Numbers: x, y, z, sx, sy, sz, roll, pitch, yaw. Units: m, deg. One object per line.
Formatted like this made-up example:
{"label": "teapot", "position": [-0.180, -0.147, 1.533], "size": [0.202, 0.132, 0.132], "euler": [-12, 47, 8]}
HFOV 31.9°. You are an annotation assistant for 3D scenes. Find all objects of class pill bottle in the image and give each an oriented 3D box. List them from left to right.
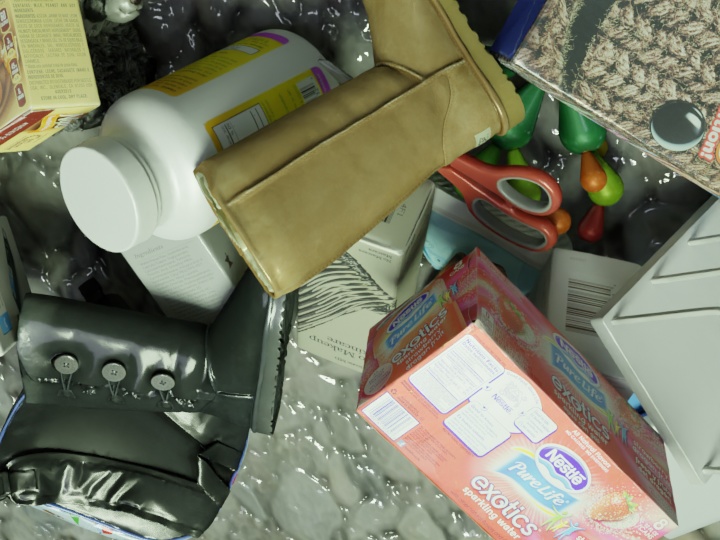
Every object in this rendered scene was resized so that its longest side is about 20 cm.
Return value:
{"label": "pill bottle", "position": [-0.107, -0.088, 0.864], "size": [0.104, 0.200, 0.105], "euler": [22, 128, 31]}

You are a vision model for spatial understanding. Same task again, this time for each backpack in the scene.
{"label": "backpack", "position": [-0.195, 0.141, 1.064], "size": [0.189, 0.201, 0.154], "euler": [28, 167, -4]}

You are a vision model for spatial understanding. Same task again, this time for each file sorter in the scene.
{"label": "file sorter", "position": [0.284, 0.026, 0.840], "size": [0.139, 0.200, 0.124], "euler": [56, 151, -12]}

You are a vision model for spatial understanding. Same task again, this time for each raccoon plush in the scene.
{"label": "raccoon plush", "position": [-0.238, -0.173, 0.916], "size": [0.198, 0.097, 0.135], "euler": [-6, 116, 16]}

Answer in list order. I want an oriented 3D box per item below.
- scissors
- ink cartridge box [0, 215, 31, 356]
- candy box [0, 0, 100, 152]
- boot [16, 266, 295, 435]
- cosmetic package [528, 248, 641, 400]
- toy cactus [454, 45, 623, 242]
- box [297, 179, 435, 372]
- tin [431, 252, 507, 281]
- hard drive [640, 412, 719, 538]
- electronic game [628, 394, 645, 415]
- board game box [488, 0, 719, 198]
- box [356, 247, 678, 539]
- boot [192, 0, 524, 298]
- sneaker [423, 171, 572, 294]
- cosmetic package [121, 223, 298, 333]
{"label": "scissors", "position": [0.051, -0.076, 0.868], "size": [0.199, 0.014, 0.073], "euler": [28, 146, 10]}
{"label": "ink cartridge box", "position": [-0.302, -0.027, 0.952], "size": [0.044, 0.200, 0.178], "euler": [-18, 97, -5]}
{"label": "candy box", "position": [-0.240, -0.188, 0.837], "size": [0.115, 0.055, 0.202], "euler": [-16, 86, 49]}
{"label": "boot", "position": [-0.153, 0.039, 0.934], "size": [0.198, 0.066, 0.166], "euler": [11, 119, 2]}
{"label": "cosmetic package", "position": [0.149, 0.083, 0.960], "size": [0.073, 0.102, 0.201], "euler": [12, 147, -2]}
{"label": "toy cactus", "position": [0.120, -0.121, 0.889], "size": [0.199, 0.102, 0.166], "euler": [30, 106, -7]}
{"label": "box", "position": [0.000, 0.000, 0.947], "size": [0.082, 0.069, 0.201], "euler": [20, 150, 9]}
{"label": "tin", "position": [0.065, 0.059, 0.948], "size": [0.042, 0.113, 0.200], "euler": [17, 161, -6]}
{"label": "hard drive", "position": [0.297, 0.145, 1.021], "size": [0.199, 0.025, 0.132], "euler": [-32, 120, 34]}
{"label": "electronic game", "position": [0.294, 0.080, 1.009], "size": [0.198, 0.042, 0.201], "euler": [5, 125, 7]}
{"label": "board game box", "position": [0.209, -0.152, 0.795], "size": [0.199, 0.097, 0.160], "euler": [29, 100, -9]}
{"label": "box", "position": [0.102, 0.098, 0.811], "size": [0.102, 0.095, 0.200], "euler": [-38, 110, 25]}
{"label": "boot", "position": [-0.019, -0.107, 0.801], "size": [0.199, 0.176, 0.066], "euler": [-33, 163, -9]}
{"label": "sneaker", "position": [0.060, -0.039, 0.954], "size": [0.199, 0.074, 0.082], "euler": [33, 122, -11]}
{"label": "cosmetic package", "position": [-0.128, -0.025, 0.987], "size": [0.074, 0.102, 0.201], "euler": [-18, 121, 22]}
